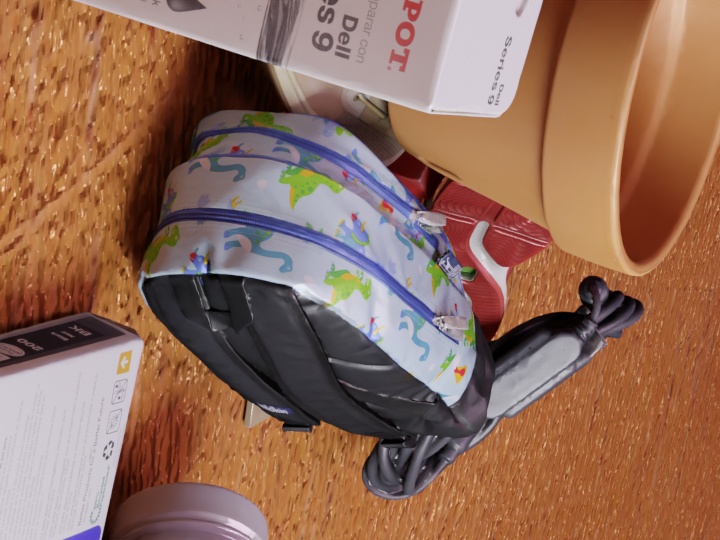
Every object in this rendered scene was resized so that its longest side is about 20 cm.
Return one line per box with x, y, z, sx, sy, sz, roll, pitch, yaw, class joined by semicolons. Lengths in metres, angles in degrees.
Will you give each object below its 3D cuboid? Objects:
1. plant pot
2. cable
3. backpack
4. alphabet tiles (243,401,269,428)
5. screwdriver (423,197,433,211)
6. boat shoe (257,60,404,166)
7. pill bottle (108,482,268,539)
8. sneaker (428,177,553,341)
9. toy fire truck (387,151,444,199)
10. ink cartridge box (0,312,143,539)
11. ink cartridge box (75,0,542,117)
0.104;-0.110;1.319;0.200;0.140;0.200;-49;147;-48;plant pot
0.082;0.070;1.568;0.200;0.051;0.163;-39;175;10;cable
-0.032;0.005;1.319;0.200;0.163;0.154;20;81;-59;backpack
-0.012;-0.023;1.500;0.167;0.008;0.200;-28;132;-56;alphabet tiles
0.053;-0.066;1.572;0.028;0.029;0.200;5;99;-65;screwdriver
-0.013;-0.107;1.325;0.065;0.072;0.200;-32;153;5;boat shoe
-0.090;0.213;1.303;0.112;0.112;0.200;78;9;-50;pill bottle
0.076;-0.054;1.500;0.200;0.078;0.116;121;-17;-49;sneaker
0.044;-0.158;1.455;0.200;0.049;0.141;-64;154;-22;toy fire truck
-0.184;0.129;1.196;0.200;0.043;0.198;-15;122;-65;ink cartridge box
-0.017;-0.164;1.143;0.084;0.200;0.146;-5;111;-63;ink cartridge box
